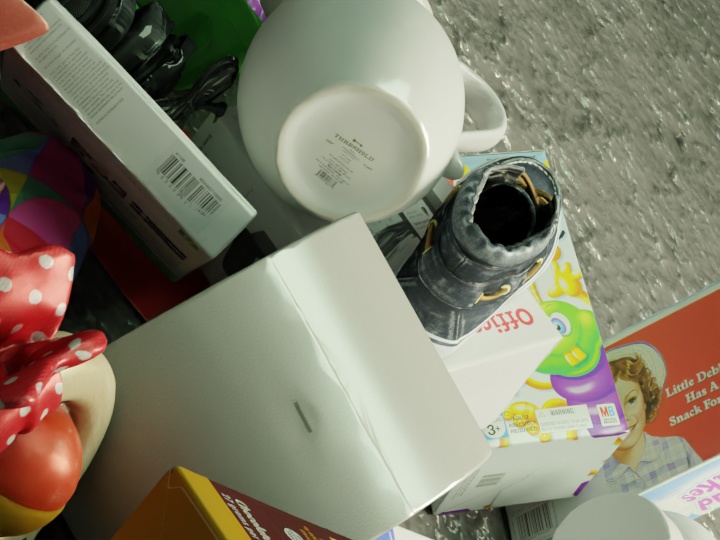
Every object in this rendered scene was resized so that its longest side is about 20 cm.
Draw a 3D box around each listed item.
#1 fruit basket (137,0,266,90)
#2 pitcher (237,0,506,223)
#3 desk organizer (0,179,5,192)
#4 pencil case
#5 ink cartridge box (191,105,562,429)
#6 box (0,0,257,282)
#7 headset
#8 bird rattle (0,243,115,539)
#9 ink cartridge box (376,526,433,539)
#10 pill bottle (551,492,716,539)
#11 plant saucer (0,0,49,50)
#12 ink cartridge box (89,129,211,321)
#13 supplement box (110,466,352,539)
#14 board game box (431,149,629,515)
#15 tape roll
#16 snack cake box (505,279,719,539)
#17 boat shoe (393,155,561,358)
[{"bbox_3d":[-0.031,-0.214,1.387,0.215,0.215,0.156,-17,79,-60],"label":"fruit basket"},{"bbox_3d":[0.015,-0.096,1.219,0.171,0.121,0.200,31,25,-16],"label":"pitcher"},{"bbox_3d":[-0.250,-0.075,0.981,0.200,0.077,0.072,31,35,-7],"label":"desk organizer"},{"bbox_3d":[-0.187,0.014,1.065,0.088,0.088,0.200,48,30,-21],"label":"pencil case"},{"bbox_3d":[0.000,0.000,1.265,0.145,0.083,0.200,-13,60,-47],"label":"ink cartridge box"},{"bbox_3d":[-0.124,-0.062,1.135,0.144,0.036,0.200,47,-11,-5],"label":"box"},{"bbox_3d":[-0.132,-0.142,1.248,0.124,0.094,0.200,45,13,-45],"label":"headset"},{"bbox_3d":[-0.165,0.075,0.939,0.112,0.201,0.163,27,11,18],"label":"bird rattle"},{"bbox_3d":[0.057,0.223,1.299,0.200,0.042,0.120,30,40,-47],"label":"ink cartridge box"},{"bbox_3d":[0.195,0.220,1.403,0.200,0.112,0.113,48,29,-46],"label":"pill bottle"},{"bbox_3d":[-0.267,-0.153,1.011,0.200,0.200,0.037,41,67,-32],"label":"plant saucer"},{"bbox_3d":[-0.061,0.012,1.296,0.200,0.050,0.161,55,29,-13],"label":"ink cartridge box"},{"bbox_3d":[-0.045,0.221,0.941,0.200,0.197,0.133,30,14,-45],"label":"supplement box"},{"bbox_3d":[0.081,0.037,1.398,0.103,0.105,0.201,-5,64,-19],"label":"board game box"},{"bbox_3d":[-0.054,0.080,1.091,0.139,0.202,0.203,61,29,0],"label":"tape roll"},{"bbox_3d":[0.185,0.104,1.439,0.067,0.200,0.115,27,43,-44],"label":"snack cake box"},{"bbox_3d":[0.083,-0.028,1.218,0.071,0.091,0.200,40,36,0],"label":"boat shoe"}]
